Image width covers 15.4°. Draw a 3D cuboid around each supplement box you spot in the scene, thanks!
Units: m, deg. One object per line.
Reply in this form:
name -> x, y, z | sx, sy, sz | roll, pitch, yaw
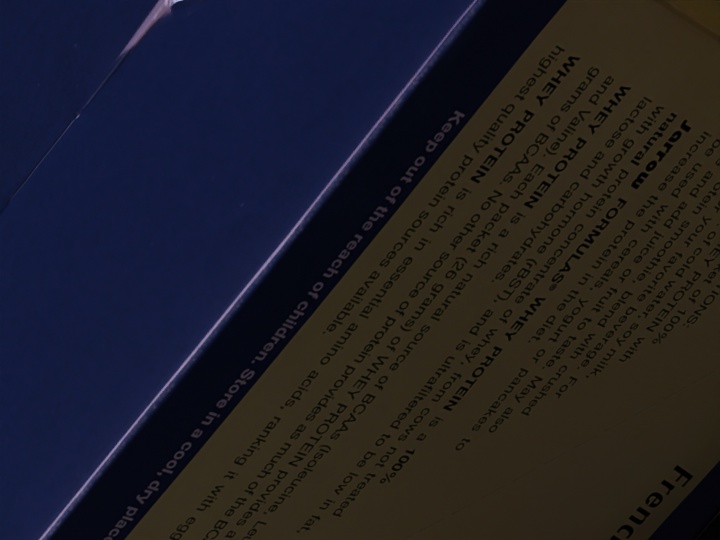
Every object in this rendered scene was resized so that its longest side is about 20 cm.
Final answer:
supplement box -> 0.001, -0.008, 0.623 | 0.200, 0.199, 0.134 | -50, 52, 15
